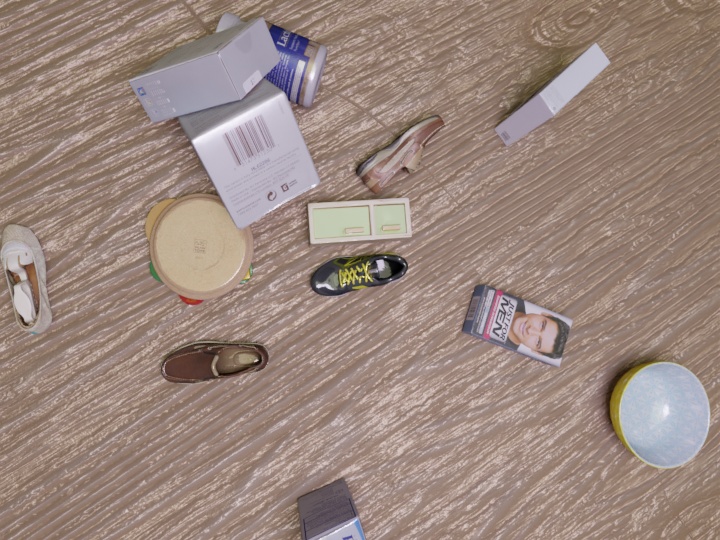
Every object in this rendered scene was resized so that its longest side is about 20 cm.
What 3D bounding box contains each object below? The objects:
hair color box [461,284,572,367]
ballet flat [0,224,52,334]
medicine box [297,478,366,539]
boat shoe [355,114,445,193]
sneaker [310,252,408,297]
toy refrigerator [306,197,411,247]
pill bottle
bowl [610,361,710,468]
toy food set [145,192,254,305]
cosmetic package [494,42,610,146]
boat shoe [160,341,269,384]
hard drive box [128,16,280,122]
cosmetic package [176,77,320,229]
[{"bbox_3d":[0.314,0.111,1.064,0.196,0.061,0.101,21,84,-7],"label":"hair color box"},{"bbox_3d":[-0.590,0.011,0.933,0.066,0.062,0.205,-17,89,-9],"label":"ballet flat"},{"bbox_3d":[-0.032,0.497,0.920,0.101,0.200,0.186,-19,89,-9],"label":"medicine box"},{"bbox_3d":[0.085,-0.226,1.048,0.198,0.076,0.075,-36,97,-1],"label":"boat shoe"},{"bbox_3d":[0.000,0.000,1.011,0.195,0.085,0.076,-14,88,-9],"label":"sneaker"},{"bbox_3d":[-0.004,-0.093,1.023,0.194,0.070,0.078,-4,87,-9],"label":"toy refrigerator"},{"bbox_3d":[-0.168,-0.396,0.992,0.195,0.116,0.119,19,84,-7],"label":"pill bottle"},{"bbox_3d":[0.579,0.280,1.070,0.194,0.108,0.206,0,87,-8],"label":"bowl"},{"bbox_3d":[-0.296,-0.041,0.988,0.195,0.049,0.204,-11,89,-9],"label":"toy food set"},{"bbox_3d":[0.362,-0.332,1.025,0.150,0.200,0.052,-40,93,-9],"label":"cosmetic package"},{"bbox_3d":[-0.266,0.164,0.966,0.197,0.075,0.077,-9,88,-9],"label":"boat shoe"},{"bbox_3d":[-0.257,-0.335,0.887,0.078,0.195,0.157,65,35,-34],"label":"hard drive box"},{"bbox_3d":[-0.195,-0.213,0.908,0.165,0.200,0.169,-30,127,-9],"label":"cosmetic package"}]
